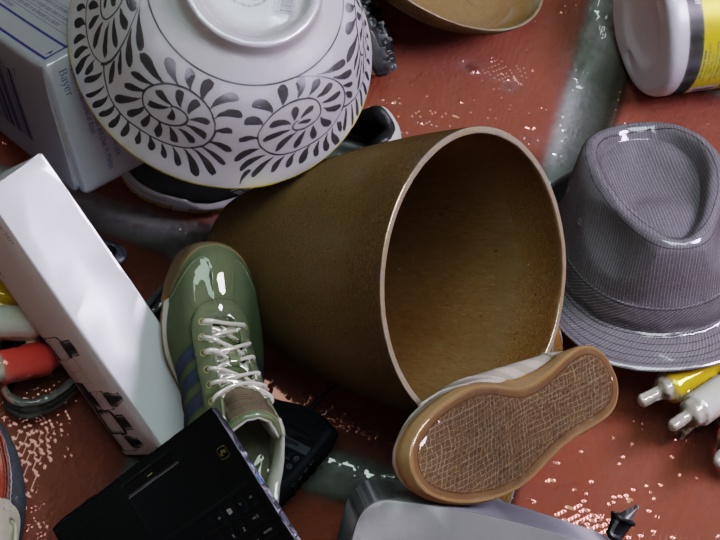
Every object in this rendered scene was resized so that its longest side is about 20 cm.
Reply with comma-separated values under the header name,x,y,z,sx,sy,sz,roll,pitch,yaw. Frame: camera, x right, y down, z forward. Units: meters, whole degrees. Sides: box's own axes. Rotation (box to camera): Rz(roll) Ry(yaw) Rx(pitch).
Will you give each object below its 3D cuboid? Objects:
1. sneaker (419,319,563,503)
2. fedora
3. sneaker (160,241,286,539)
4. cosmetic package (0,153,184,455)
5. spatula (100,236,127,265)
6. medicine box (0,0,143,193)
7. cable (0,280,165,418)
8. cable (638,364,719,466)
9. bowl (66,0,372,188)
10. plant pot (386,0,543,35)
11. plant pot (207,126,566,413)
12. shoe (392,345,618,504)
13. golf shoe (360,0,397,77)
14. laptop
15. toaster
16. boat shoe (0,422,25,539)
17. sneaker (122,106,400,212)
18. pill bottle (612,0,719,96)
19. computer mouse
name,x,y,z,sx,sy,sz,roll,pitch,yaw
sneaker,0.065,0.111,1.261,0.088,0.076,0.200,15,57,20
fedora,0.205,-0.033,1.310,0.177,0.090,0.200,-1,44,-1
sneaker,-0.076,0.079,1.151,0.067,0.090,0.200,2,85,-27
cosmetic package,-0.176,0.026,1.203,0.051,0.083,0.200,-39,101,-26
spatula,-0.254,-0.036,1.298,0.200,0.021,0.057,16,58,11
medicine box,-0.163,-0.167,1.303,0.200,0.103,0.182,-30,38,-23
cable,-0.172,0.041,1.261,0.200,0.050,0.097,-9,63,-14
cable,0.286,0.065,1.314,0.097,0.050,0.200,42,64,15
bowl,-0.077,-0.160,1.168,0.201,0.094,0.201,4,72,-14
plant pot,0.050,-0.250,1.434,0.200,0.027,0.200,21,43,-21
plant pot,0.000,0.000,1.227,0.200,0.186,0.186,3,50,41
shoe,0.081,0.096,1.136,0.200,0.053,0.070,-17,91,-47
golf shoe,-0.052,-0.213,1.417,0.094,0.078,0.200,-38,82,7
laptop,-0.111,0.214,1.087,0.103,0.177,0.200,-25,80,-52
toaster,0.066,0.220,1.125,0.181,0.119,0.200,15,88,-2
boat shoe,-0.248,0.172,1.170,0.071,0.063,0.200,4,60,-5
sneaker,-0.068,-0.091,1.321,0.200,0.088,0.076,-2,64,-9
pill bottle,0.305,-0.201,1.436,0.200,0.114,0.114,-10,64,-15
computer mouse,-0.026,0.092,1.273,0.059,0.034,0.200,27,54,25
